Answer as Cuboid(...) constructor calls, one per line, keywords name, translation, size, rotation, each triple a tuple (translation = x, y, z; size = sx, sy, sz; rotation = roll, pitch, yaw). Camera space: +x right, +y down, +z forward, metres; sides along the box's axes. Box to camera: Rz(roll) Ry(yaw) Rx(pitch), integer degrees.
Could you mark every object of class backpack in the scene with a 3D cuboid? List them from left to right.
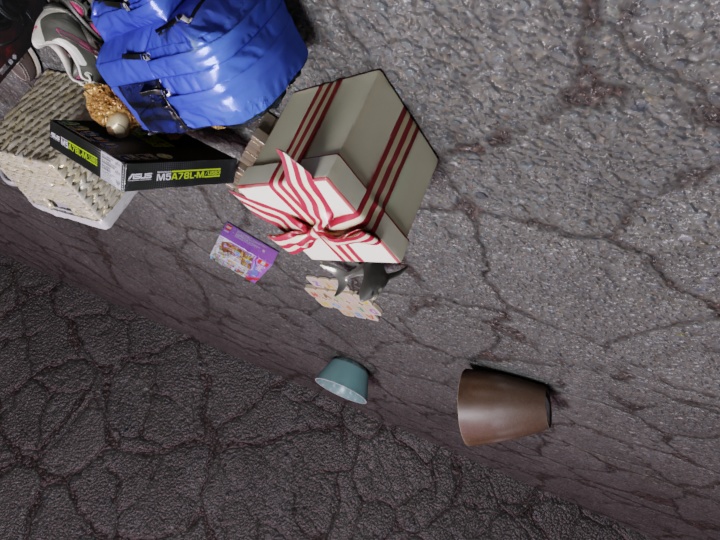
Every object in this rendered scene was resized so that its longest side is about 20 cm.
Cuboid(name="backpack", translation=(-0.172, -0.241, 0.576), size=(0.197, 0.164, 0.168), rotation=(11, 151, 31))

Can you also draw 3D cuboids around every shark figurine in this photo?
Cuboid(name="shark figurine", translation=(0.004, -0.009, 1.056), size=(0.090, 0.127, 0.214), rotation=(60, 164, -17))

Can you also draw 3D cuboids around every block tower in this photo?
Cuboid(name="block tower", translation=(-0.161, -0.176, 0.850), size=(0.054, 0.058, 0.199), rotation=(31, 159, -16))

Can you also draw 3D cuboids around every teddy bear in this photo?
Cuboid(name="teddy bear", translation=(-0.279, -0.220, 0.759), size=(0.197, 0.068, 0.144), rotation=(-4, -175, -30))

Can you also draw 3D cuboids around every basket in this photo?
Cuboid(name="basket", translation=(-0.487, -0.208, 0.923), size=(0.195, 0.202, 0.162), rotation=(16, 155, 21))

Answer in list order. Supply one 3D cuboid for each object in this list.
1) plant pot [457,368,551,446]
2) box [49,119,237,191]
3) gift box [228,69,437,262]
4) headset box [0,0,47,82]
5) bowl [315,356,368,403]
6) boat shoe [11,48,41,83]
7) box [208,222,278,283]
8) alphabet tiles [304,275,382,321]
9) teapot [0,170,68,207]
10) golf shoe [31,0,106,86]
Cuboid(name="plant pot", translation=(0.359, 0.336, 1.316), size=(0.197, 0.190, 0.187), rotation=(-6, 146, 27))
Cuboid(name="box", translation=(-0.321, -0.176, 0.804), size=(0.198, 0.192, 0.048), rotation=(29, 119, 29))
Cuboid(name="gift box", translation=(-0.039, -0.120, 0.674), size=(0.183, 0.189, 0.200), rotation=(-1, 148, 45))
Cuboid(name="headset box", translation=(-0.512, -0.361, 0.674), size=(0.076, 0.151, 0.201), rotation=(16, 156, 17))
Cuboid(name="bowl", translation=(-0.051, 0.376, 1.885), size=(0.198, 0.106, 0.202), rotation=(20, 157, 9))
Cuboid(name="boat shoe", translation=(-0.574, -0.365, 0.846), size=(0.071, 0.060, 0.200), rotation=(23, 158, 2))
Cuboid(name="box", translation=(-0.287, -0.038, 1.302), size=(0.136, 0.040, 0.200), rotation=(31, 157, -14))
Cuboid(name="alphabet tiles", translation=(-0.044, 0.072, 1.330), size=(0.198, 0.015, 0.196), rotation=(6, 151, 37))
Cuboid(name="teapot", translation=(-0.648, -0.200, 1.173), size=(0.198, 0.148, 0.198), rotation=(5, 151, 40))
Cuboid(name="golf shoe", translation=(-0.371, -0.288, 0.774), size=(0.076, 0.089, 0.200), rotation=(2, 150, 40))
